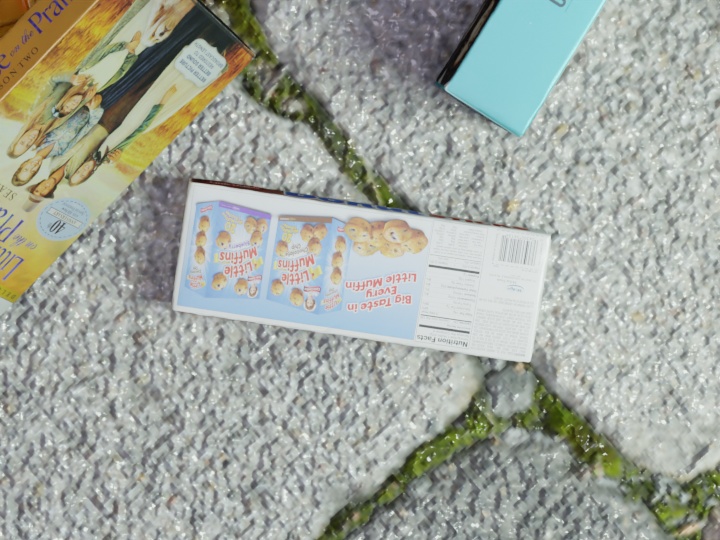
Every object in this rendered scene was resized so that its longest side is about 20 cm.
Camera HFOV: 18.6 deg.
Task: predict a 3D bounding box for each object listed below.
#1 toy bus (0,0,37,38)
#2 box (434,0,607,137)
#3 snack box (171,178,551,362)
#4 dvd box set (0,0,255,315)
[{"bbox_3d":[-0.236,-0.140,1.071,0.199,0.192,0.136,-21,94,-16],"label":"toy bus"},{"bbox_3d":[0.112,-0.169,1.151,0.049,0.082,0.201,31,95,-5],"label":"box"},{"bbox_3d":[0.000,0.000,1.196,0.199,0.024,0.072,9,98,-4],"label":"snack box"},{"bbox_3d":[-0.157,-0.072,1.123,0.200,0.146,0.029,-45,65,3],"label":"dvd box set"}]
